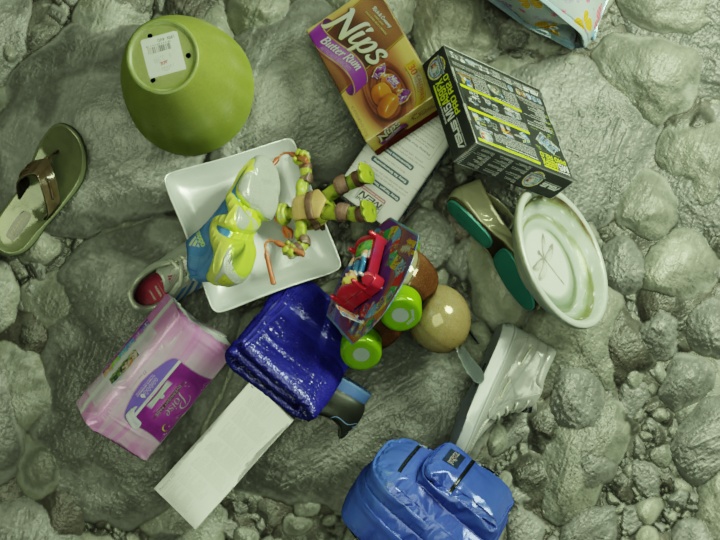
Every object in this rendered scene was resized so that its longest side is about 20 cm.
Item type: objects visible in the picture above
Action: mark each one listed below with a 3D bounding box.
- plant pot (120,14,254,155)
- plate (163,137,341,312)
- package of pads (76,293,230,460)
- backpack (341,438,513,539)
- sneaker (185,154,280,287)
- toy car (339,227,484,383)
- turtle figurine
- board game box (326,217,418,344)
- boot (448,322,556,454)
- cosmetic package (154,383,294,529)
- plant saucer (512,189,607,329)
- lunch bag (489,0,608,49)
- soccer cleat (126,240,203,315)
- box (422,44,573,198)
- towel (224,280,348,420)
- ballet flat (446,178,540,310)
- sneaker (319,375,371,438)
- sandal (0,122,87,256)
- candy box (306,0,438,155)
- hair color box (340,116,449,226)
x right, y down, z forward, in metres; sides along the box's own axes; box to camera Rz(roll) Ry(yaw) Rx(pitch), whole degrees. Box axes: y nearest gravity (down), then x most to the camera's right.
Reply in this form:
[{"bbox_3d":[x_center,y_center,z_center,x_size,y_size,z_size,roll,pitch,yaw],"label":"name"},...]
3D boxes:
[{"bbox_3d":[-0.244,-0.260,1.403,0.183,0.200,0.191,0,88,1],"label":"plant pot"},{"bbox_3d":[-0.148,-0.062,1.449,0.197,0.032,0.203,-19,82,-23],"label":"plate"},{"bbox_3d":[-0.274,0.144,1.433,0.201,0.076,0.120,-51,127,0],"label":"package of pads"},{"bbox_3d":[0.089,0.310,1.394,0.199,0.162,0.169,34,107,12],"label":"backpack"},{"bbox_3d":[-0.175,-0.066,1.374,0.104,0.076,0.202,-9,46,30],"label":"sneaker"},{"bbox_3d":[0.084,0.071,1.415,0.199,0.165,0.158,33,120,-20],"label":"toy car"},{"bbox_3d":[-0.057,-0.077,1.409,0.159,0.064,0.203,-11,59,25],"label":"turtle figurine"},{"bbox_3d":[0.000,0.000,1.358,0.039,0.200,0.159,31,93,-21],"label":"board game box"},{"bbox_3d":[0.196,0.180,1.448,0.094,0.074,0.203,24,94,-4],"label":"boot"},{"bbox_3d":[-0.185,0.250,1.461,0.082,0.051,0.200,43,89,0],"label":"cosmetic package"},{"bbox_3d":[0.256,-0.013,1.421,0.050,0.199,0.203,-26,88,40],"label":"plant saucer"},{"bbox_3d":[0.262,-0.418,1.438,0.198,0.127,0.172,26,88,-24],"label":"lunch bag"},{"bbox_3d":[-0.234,-0.003,1.452,0.199,0.086,0.070,-36,88,-1],"label":"soccer cleat"},{"bbox_3d":[0.180,-0.191,1.382,0.044,0.198,0.162,-37,54,36],"label":"box"},{"bbox_3d":[-0.078,0.095,1.399,0.147,0.200,0.050,35,126,1],"label":"towel"},{"bbox_3d":[0.200,-0.041,1.462,0.069,0.069,0.201,-37,87,0],"label":"ballet flat"},{"bbox_3d":[-0.085,0.153,1.453,0.198,0.070,0.079,30,89,3],"label":"sneaker"},{"bbox_3d":[-0.446,-0.109,1.472,0.079,0.057,0.203,30,89,2],"label":"sandal"},{"bbox_3d":[0.021,-0.272,1.431,0.116,0.056,0.202,-31,67,10],"label":"candy box"},{"bbox_3d":[0.060,-0.161,1.464,0.099,0.061,0.201,35,89,4],"label":"hair color box"}]
